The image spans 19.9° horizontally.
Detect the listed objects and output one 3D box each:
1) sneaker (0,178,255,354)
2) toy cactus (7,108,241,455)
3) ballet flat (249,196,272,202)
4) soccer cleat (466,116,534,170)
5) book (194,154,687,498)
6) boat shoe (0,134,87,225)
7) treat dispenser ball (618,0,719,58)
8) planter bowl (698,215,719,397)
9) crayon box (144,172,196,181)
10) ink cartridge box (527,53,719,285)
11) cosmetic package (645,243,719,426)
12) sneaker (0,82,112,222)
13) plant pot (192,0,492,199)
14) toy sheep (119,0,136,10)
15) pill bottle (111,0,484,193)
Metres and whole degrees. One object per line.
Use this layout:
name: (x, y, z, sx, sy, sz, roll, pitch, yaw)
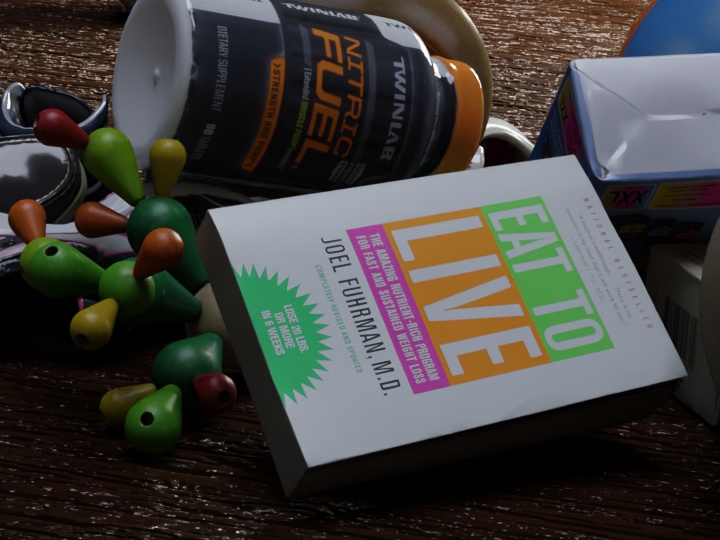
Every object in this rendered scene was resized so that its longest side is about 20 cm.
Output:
sneaker: (-0.137, 0.011, 1.089, 0.199, 0.081, 0.086, -11, 31, -18)
toy cactus: (-0.088, 0.007, 1.012, 0.165, 0.102, 0.200, 22, 28, -38)
ballet flat: (0.000, 0.000, 1.170, 0.199, 0.070, 0.069, 7, 16, 27)
soccer cleat: (0.035, -0.079, 1.413, 0.199, 0.070, 0.086, -3, 17, -23)
book: (0.036, 0.021, 0.954, 0.199, 0.048, 0.134, -11, 66, -27)
boat shoe: (-0.244, -0.031, 1.108, 0.199, 0.065, 0.073, -21, 65, -13)
treat dispenser ball: (0.257, -0.101, 1.303, 0.199, 0.202, 0.201, 3, 16, -1)
planter bowl: (0.239, 0.022, 0.948, 0.199, 0.202, 0.135, -1, -10, -15)
crayon box: (-0.066, -0.114, 1.273, 0.125, 0.201, 0.052, 0, 36, -10)
ink cartridge box: (0.164, -0.040, 1.136, 0.136, 0.077, 0.200, -3, -22, -9)
cosmetic package: (0.259, 0.031, 1.085, 0.199, 0.074, 0.104, -2, 17, -17)
sneaker: (-0.176, -0.067, 1.256, 0.070, 0.109, 0.200, 6, 16, 5)
plant pot: (-0.014, -0.093, 1.249, 0.199, 0.201, 0.028, 0, 36, -12)
toy sheep: (-0.200, -0.319, 2.088, 0.137, 0.139, 0.200, 5, -2, 4)
pill bottle: (-0.030, -0.097, 1.150, 0.199, 0.107, 0.106, 6, 13, -29)
